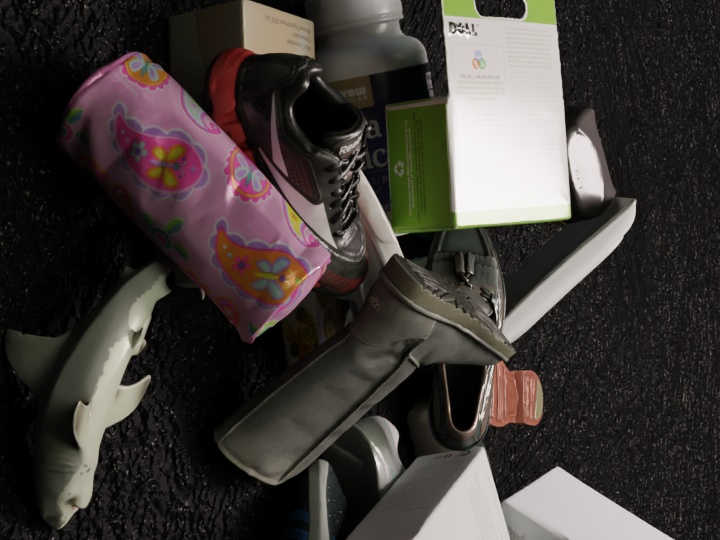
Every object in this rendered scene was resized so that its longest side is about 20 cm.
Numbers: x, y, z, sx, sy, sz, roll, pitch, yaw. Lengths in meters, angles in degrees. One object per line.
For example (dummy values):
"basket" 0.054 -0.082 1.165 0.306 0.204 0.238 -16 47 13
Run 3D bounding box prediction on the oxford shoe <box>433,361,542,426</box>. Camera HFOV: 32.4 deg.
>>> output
"oxford shoe" 0.111 0.121 1.210 0.199 0.073 0.072 29 60 -55

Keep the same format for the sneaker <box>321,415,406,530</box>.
"sneaker" 0.024 0.224 1.073 0.080 0.069 0.204 -15 99 -59

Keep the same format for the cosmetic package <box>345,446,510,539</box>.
"cosmetic package" 0.054 0.226 0.986 0.200 0.073 0.103 -30 104 -63

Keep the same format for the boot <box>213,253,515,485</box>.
"boot" 0.007 0.091 0.958 0.181 0.073 0.201 29 105 -43

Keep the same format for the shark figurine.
"shark figurine" -0.175 0.043 0.790 0.129 0.088 0.217 93 18 -65

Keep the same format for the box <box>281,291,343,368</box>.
"box" -0.044 0.012 1.020 0.041 0.038 0.204 -13 97 -58

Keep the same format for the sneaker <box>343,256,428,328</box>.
"sneaker" 0.052 0.042 1.120 0.200 0.085 0.079 -48 124 -48

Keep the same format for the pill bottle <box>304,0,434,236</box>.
"pill bottle" 0.010 -0.134 1.053 0.111 0.110 0.203 -24 106 -55

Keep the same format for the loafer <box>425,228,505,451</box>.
"loafer" 0.090 0.048 1.043 0.063 0.070 0.204 89 2 -79

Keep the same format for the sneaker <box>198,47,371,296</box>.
"sneaker" -0.030 -0.065 0.857 0.071 0.097 0.202 -56 131 -44

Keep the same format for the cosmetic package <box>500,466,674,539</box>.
"cosmetic package" 0.184 0.321 1.134 0.166 0.166 0.202 -4 121 -64

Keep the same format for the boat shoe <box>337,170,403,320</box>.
"boat shoe" 0.000 0.000 0.994 0.072 0.068 0.202 -117 -175 -52

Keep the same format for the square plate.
"square plate" 0.175 0.006 1.168 0.028 0.198 0.200 46 4 -1

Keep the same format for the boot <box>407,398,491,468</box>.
"boot" 0.071 0.233 1.152 0.131 0.067 0.203 -42 119 -44

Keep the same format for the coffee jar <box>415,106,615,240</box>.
"coffee jar" 0.134 -0.090 1.157 0.085 0.197 0.106 -46 122 -48

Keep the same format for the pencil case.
"pencil case" -0.111 -0.049 0.810 0.200 0.087 0.087 45 42 -2

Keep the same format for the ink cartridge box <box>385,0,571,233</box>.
"ink cartridge box" 0.094 -0.137 1.007 0.146 0.075 0.204 -6 93 -42

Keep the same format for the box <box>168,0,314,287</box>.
"box" -0.086 -0.089 0.931 0.094 0.077 0.204 1 86 -56

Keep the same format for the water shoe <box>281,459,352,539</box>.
"water shoe" -0.052 0.225 0.961 0.201 0.078 0.072 -89 160 -58
